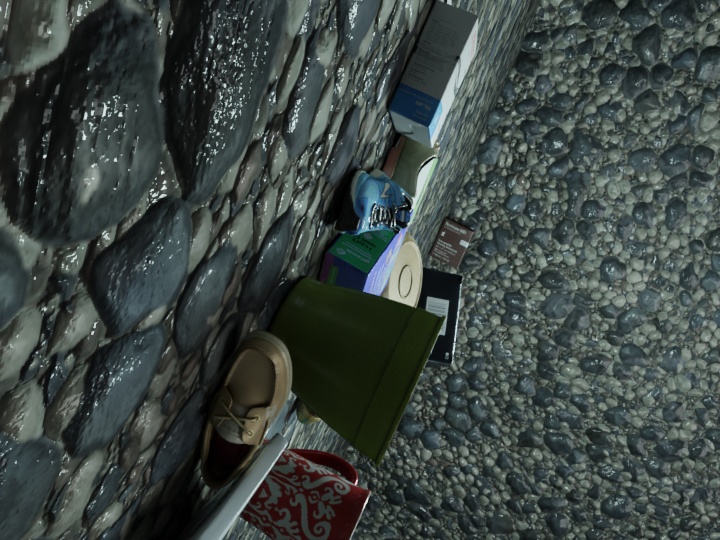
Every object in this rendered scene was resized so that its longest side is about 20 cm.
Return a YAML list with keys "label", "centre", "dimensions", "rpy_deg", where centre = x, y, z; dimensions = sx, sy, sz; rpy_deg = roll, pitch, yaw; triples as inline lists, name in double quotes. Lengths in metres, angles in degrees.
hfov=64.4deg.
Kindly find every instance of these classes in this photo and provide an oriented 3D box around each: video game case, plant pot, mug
- label: "video game case"
  centre: [-0.177, 0.290, 0.638]
  dimensions: [0.182, 0.024, 0.200]
  rpy_deg: [-47, 180, 25]
- label: "plant pot"
  centre: [-0.016, 0.107, 0.732]
  dimensions: [0.204, 0.189, 0.201]
  rpy_deg: [-60, 170, -19]
- label: "plant pot"
  centre: [0.080, 0.022, 1.124]
  dimensions: [0.199, 0.027, 0.206]
  rpy_deg: [-25, 118, -58]
- label: "mug"
  centre: [-0.096, 0.344, 0.864]
  dimensions: [0.136, 0.196, 0.178]
  rpy_deg: [-63, 171, -4]

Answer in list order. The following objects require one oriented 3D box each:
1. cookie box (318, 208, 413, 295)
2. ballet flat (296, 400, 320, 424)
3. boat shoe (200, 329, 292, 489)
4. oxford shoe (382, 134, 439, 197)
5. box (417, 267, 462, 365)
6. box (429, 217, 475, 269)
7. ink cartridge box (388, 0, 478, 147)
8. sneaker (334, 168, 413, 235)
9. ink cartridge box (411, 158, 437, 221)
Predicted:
- label: "cookie box"
  centre: [0.000, 0.000, 0.906]
  dimensions: [0.201, 0.074, 0.174]
  rpy_deg: [-55, 166, -50]
- label: "ballet flat"
  centre: [-0.074, 0.235, 1.159]
  dimensions: [0.201, 0.069, 0.072]
  rpy_deg: [-54, 166, -53]
- label: "boat shoe"
  centre: [-0.125, 0.157, 0.606]
  dimensions: [0.069, 0.072, 0.204]
  rpy_deg: [-60, 171, -59]
- label: "oxford shoe"
  centre: [0.101, -0.216, 0.923]
  dimensions: [0.204, 0.072, 0.071]
  rpy_deg: [-67, 170, 8]
- label: "box"
  centre: [0.138, 0.108, 1.338]
  dimensions: [0.200, 0.114, 0.203]
  rpy_deg: [159, -60, -73]
- label: "box"
  centre: [0.463, -0.140, 2.881]
  dimensions: [0.205, 0.163, 0.164]
  rpy_deg: [-67, 170, 12]
- label: "ink cartridge box"
  centre: [0.115, -0.295, 0.820]
  dimensions: [0.204, 0.066, 0.116]
  rpy_deg: [-66, 171, 2]
- label: "sneaker"
  centre: [0.029, -0.091, 0.792]
  dimensions: [0.080, 0.088, 0.200]
  rpy_deg: [-69, 169, 25]
- label: "ink cartridge box"
  centre: [0.087, -0.154, 1.089]
  dimensions: [0.149, 0.047, 0.200]
  rpy_deg: [-68, 171, 17]
